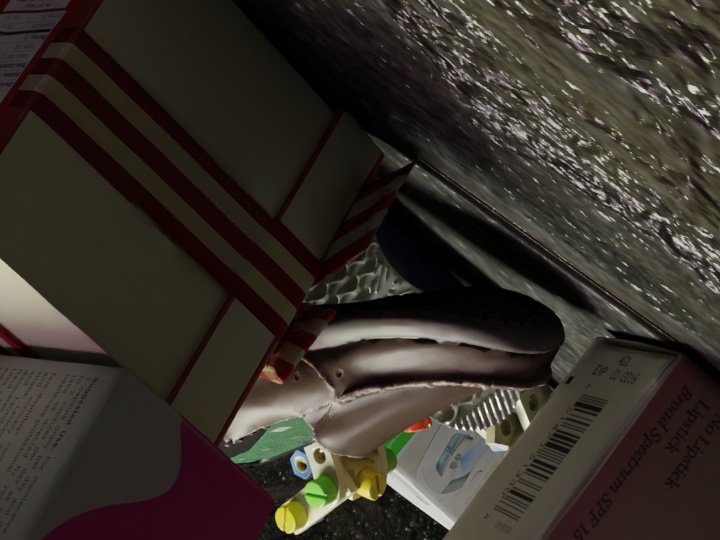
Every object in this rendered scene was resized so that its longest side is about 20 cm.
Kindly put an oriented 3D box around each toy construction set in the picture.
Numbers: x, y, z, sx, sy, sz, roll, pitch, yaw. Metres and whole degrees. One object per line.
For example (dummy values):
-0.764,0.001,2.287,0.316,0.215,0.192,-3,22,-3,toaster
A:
0.026,0.090,1.192,0.200,0.131,0.092,-9,-175,28,toy construction set

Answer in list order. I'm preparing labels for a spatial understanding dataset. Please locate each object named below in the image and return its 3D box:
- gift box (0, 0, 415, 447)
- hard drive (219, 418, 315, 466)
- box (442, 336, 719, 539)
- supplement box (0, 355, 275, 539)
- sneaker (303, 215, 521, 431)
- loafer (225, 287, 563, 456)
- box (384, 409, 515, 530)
-0.104,-0.041,0.867,0.184,0.200,0.187,10,150,50,gift box
-0.088,0.078,1.070,0.200,0.038,0.140,1,161,-44,hard drive
0.155,0.140,0.863,0.200,0.128,0.109,39,173,-11,box
-0.150,0.102,0.844,0.200,0.103,0.101,0,143,47,supplement box
0.000,0.001,1.041,0.200,0.070,0.100,46,-172,-11,sneaker
0.008,0.050,0.932,0.200,0.071,0.073,-4,-174,36,loafer
0.042,0.105,1.418,0.176,0.097,0.200,44,172,-27,box
